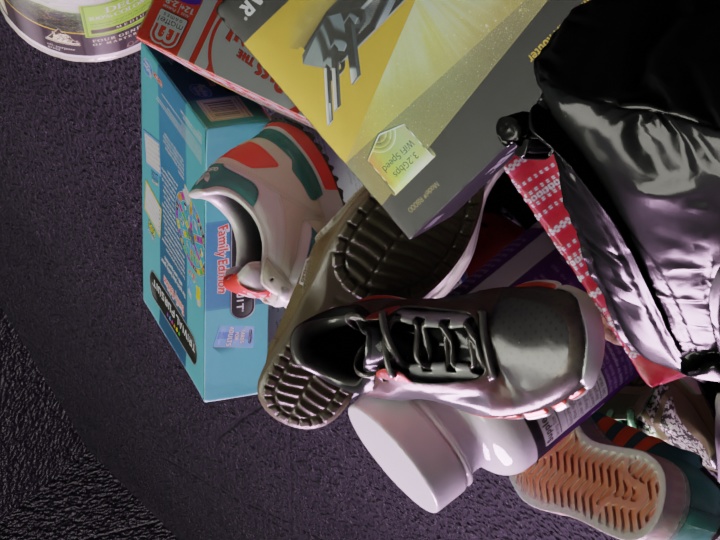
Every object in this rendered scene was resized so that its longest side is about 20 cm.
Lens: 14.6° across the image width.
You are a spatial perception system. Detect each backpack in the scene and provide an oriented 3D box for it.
[{"bbox_3d":[0.174,-0.034,1.324,0.167,0.127,0.200,21,150,33],"label":"backpack"}]

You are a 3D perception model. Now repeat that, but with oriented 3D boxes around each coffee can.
[{"bbox_3d":[-0.195,-0.252,1.954,0.146,0.146,0.200,47,167,16],"label":"coffee can"}]

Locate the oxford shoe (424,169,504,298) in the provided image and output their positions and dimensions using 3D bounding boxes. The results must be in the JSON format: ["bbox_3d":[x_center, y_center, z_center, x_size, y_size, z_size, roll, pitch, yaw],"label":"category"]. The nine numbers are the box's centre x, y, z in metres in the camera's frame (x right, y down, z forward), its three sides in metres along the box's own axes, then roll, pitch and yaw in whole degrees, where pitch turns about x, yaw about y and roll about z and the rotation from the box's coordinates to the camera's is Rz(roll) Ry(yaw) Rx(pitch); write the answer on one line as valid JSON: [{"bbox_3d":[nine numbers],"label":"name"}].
[{"bbox_3d":[0.044,-0.048,1.713,0.075,0.058,0.200,53,139,25],"label":"oxford shoe"}]

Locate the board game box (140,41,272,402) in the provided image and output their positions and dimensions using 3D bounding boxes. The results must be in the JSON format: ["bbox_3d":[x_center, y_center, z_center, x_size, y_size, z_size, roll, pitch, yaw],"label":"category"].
[{"bbox_3d":[-0.104,-0.038,1.872,0.151,0.047,0.200,-127,33,-56],"label":"board game box"}]

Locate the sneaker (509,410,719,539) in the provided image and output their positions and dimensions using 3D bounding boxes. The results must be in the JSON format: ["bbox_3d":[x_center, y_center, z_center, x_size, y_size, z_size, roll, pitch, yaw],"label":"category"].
[{"bbox_3d":[0.160,0.130,1.716,0.080,0.071,0.200,20,-175,-29],"label":"sneaker"}]

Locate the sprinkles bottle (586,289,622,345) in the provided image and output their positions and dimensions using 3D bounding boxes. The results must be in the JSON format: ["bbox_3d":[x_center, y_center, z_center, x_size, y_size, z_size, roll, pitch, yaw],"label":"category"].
[{"bbox_3d":[0.132,-0.056,1.499,0.068,0.068,0.200,32,148,53],"label":"sprinkles bottle"}]

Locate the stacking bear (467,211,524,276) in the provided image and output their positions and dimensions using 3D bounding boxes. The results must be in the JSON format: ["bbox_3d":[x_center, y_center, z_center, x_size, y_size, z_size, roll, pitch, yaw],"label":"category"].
[{"bbox_3d":[0.049,-0.005,1.899,0.200,0.121,0.114,11,136,59],"label":"stacking bear"}]

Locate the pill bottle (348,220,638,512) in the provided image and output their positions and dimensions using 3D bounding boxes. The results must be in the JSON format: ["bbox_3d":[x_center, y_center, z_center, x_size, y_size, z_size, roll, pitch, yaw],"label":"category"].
[{"bbox_3d":[0.094,0.051,1.681,0.111,0.200,0.111,48,166,16],"label":"pill bottle"}]

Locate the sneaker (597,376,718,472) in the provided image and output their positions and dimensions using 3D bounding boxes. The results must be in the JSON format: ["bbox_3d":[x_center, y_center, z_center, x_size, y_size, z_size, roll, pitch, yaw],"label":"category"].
[{"bbox_3d":[0.159,0.091,1.810,0.200,0.089,0.077,33,159,47],"label":"sneaker"}]

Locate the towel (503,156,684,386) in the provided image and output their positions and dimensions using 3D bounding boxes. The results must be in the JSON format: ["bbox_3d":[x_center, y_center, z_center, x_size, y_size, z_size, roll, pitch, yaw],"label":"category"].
[{"bbox_3d":[0.156,-0.036,1.446,0.144,0.022,0.200,-22,116,32],"label":"towel"}]

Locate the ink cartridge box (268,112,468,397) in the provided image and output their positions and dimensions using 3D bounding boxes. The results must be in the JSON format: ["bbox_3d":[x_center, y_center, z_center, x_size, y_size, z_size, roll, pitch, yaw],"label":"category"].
[{"bbox_3d":[-0.003,-0.027,1.848,0.200,0.041,0.200,-30,67,41],"label":"ink cartridge box"}]

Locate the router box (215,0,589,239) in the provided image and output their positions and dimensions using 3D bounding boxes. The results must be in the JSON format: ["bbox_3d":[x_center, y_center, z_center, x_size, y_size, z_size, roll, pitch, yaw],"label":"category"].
[{"bbox_3d":[0.046,-0.139,1.395,0.157,0.200,0.052,49,-150,7],"label":"router box"}]

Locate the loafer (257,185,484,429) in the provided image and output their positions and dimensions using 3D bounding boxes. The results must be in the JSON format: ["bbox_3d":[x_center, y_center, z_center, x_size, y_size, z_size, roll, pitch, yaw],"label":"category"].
[{"bbox_3d":[0.000,0.000,1.669,0.076,0.200,0.067,31,-163,-19],"label":"loafer"}]

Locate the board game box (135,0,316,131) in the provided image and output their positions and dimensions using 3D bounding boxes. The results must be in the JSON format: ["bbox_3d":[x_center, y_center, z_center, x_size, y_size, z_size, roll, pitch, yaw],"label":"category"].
[{"bbox_3d":[-0.041,-0.117,1.688,0.151,0.046,0.200,26,-179,8],"label":"board game box"}]

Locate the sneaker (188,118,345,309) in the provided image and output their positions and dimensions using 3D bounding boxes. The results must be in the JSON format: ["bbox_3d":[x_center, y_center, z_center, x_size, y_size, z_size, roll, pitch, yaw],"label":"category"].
[{"bbox_3d":[-0.036,0.010,1.746,0.200,0.093,0.070,62,152,-5],"label":"sneaker"}]

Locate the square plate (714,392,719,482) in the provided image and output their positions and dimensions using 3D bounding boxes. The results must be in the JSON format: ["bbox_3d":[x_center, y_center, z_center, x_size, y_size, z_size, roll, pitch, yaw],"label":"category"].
[{"bbox_3d":[0.287,0.178,1.691,0.198,0.028,0.200,35,159,24],"label":"square plate"}]

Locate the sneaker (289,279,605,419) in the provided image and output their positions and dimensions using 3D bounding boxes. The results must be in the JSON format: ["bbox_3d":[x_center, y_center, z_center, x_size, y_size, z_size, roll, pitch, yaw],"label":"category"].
[{"bbox_3d":[0.043,0.047,1.556,0.200,0.082,0.077,-6,86,41],"label":"sneaker"}]
